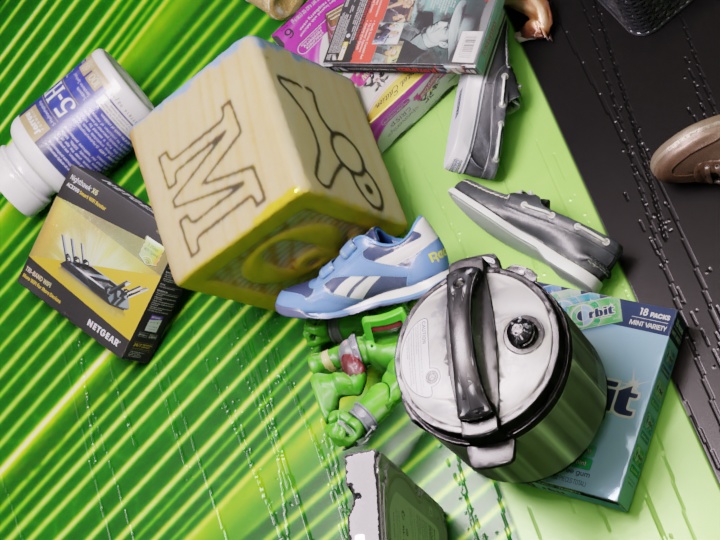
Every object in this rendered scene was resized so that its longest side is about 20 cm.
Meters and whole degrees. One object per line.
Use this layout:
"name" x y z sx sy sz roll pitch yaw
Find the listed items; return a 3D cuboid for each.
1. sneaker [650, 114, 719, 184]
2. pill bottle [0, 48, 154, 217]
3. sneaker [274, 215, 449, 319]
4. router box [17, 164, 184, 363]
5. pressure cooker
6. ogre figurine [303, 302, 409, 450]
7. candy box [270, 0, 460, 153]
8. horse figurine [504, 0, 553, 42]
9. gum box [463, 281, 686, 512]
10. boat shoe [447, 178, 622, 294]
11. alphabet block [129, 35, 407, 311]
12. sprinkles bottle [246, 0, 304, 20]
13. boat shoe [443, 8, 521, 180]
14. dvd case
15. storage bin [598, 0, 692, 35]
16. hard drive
"sneaker" 0.391 -0.116 1.620 0.199 0.070 0.076 -20 61 16
"pill bottle" -0.351 -0.161 1.958 0.200 0.120 0.120 -40 56 3
"sneaker" 0.000 0.000 1.695 0.199 0.074 0.083 -15 98 16
"router box" -0.290 -0.009 1.874 0.199 0.052 0.158 31 98 33
"pressure cooker" 0.128 0.091 1.513 0.176 0.200 0.179 38 87 33
"ogre figurine" 0.007 0.096 1.676 0.119 0.099 0.200 -25 14 6
"candy box" 0.006 -0.248 1.867 0.136 0.061 0.200 -43 57 0
"horse figurine" 0.161 -0.351 1.851 0.132 0.050 0.201 -4 67 30
"gum box" 0.212 0.121 1.606 0.169 0.045 0.201 11 73 29
"boat shoe" 0.182 -0.047 1.687 0.199 0.076 0.060 34 84 21
"alphabet block" -0.099 -0.098 1.734 0.196 0.195 0.201 -35 60 28
"sprinkles bottle" -0.152 -0.379 1.999 0.200 0.068 0.068 36 85 33
"boat shoe" 0.144 -0.194 1.776 0.067 0.072 0.201 16 69 -8
"dvd case" 0.064 -0.285 1.799 0.199 0.022 0.147 4 67 33
"storage bin" 0.331 -0.373 1.756 0.200 0.094 0.135 -39 57 3
"hard drive" 0.040 0.265 1.525 0.038 0.200 0.141 -12 61 17
